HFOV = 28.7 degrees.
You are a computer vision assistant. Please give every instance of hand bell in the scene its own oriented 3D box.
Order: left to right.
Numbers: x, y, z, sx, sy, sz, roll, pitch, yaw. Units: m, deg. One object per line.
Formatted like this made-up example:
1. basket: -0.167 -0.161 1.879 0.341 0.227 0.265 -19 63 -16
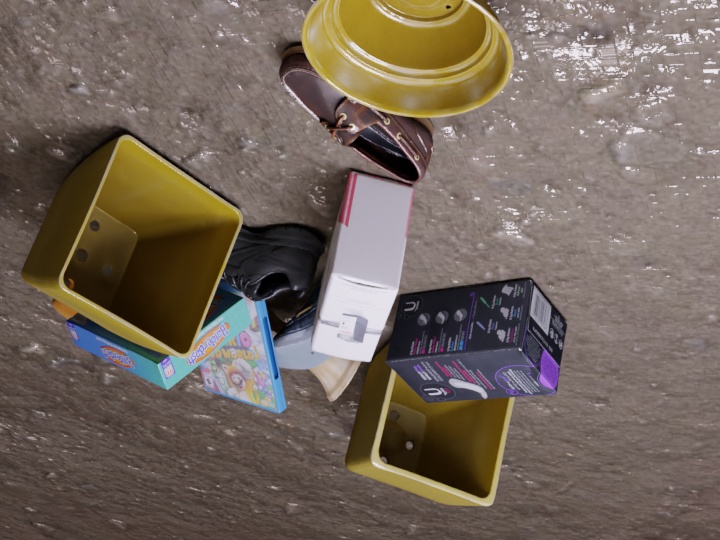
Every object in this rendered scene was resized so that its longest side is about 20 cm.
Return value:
1. hand bell: -0.099 0.089 1.959 0.199 0.105 0.104 31 148 -10

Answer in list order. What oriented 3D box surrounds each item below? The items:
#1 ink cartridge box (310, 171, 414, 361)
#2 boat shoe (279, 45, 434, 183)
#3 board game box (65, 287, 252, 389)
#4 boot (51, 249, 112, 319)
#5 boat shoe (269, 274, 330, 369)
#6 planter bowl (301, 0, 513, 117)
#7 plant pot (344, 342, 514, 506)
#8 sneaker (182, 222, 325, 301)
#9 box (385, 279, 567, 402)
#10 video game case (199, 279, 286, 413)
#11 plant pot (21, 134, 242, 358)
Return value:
1. ink cartridge box: 0.000 0.000 1.683 0.084 0.147 0.200 13 151 -5
2. boat shoe: -0.003 -0.162 1.481 0.199 0.071 0.070 28 148 -25
3. board game box: -0.261 0.067 1.819 0.199 0.152 0.045 19 136 42
4. boot: -0.386 0.025 1.941 0.143 0.071 0.201 -18 144 37
5. boat shoe: -0.056 0.065 1.873 0.071 0.092 0.200 27 146 -30
6. planter bowl: 0.049 -0.236 1.317 0.198 0.084 0.201 9 151 5
7. plant pot: 0.078 0.227 2.021 0.194 0.196 0.200 22 157 -19
8. sneaker: -0.147 -0.007 1.782 0.198 0.091 0.076 0 151 23
9. box: 0.152 0.095 1.835 0.199 0.107 0.122 -8 144 31
10. video game case: -0.174 0.090 1.895 0.142 0.018 0.202 13 125 37
11. plant pot: -0.297 -0.023 1.721 0.199 0.201 0.176 34 156 -35
